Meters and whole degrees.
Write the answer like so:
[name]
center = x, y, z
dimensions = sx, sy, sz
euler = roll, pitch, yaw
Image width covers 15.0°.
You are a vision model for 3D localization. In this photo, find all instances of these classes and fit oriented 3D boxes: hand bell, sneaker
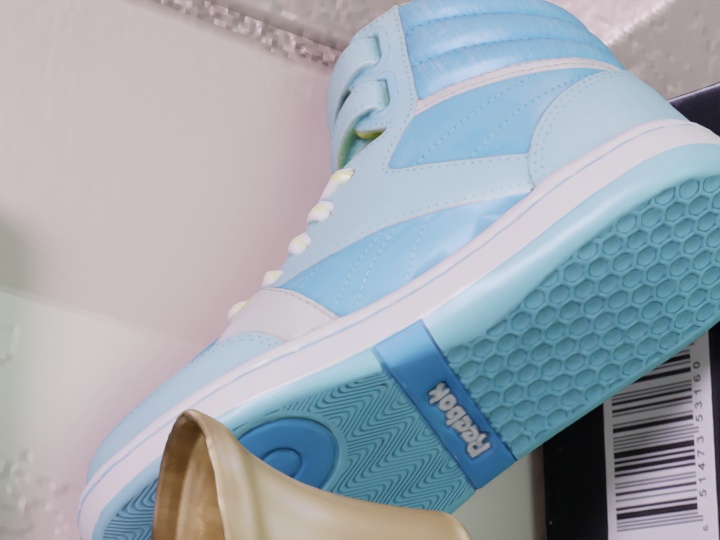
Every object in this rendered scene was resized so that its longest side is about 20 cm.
[hand bell]
center = 0.054, 0.086, 0.669
dimensions = 0.199, 0.104, 0.105
euler = 1, 78, -14
[sneaker]
center = 0.000, 0.000, 0.751
dimensions = 0.199, 0.131, 0.080
euler = -29, 134, -4

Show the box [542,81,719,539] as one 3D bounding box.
[box]
center = 0.164, 0.059, 0.812
dimensions = 0.198, 0.123, 0.201
euler = 6, 78, -32
